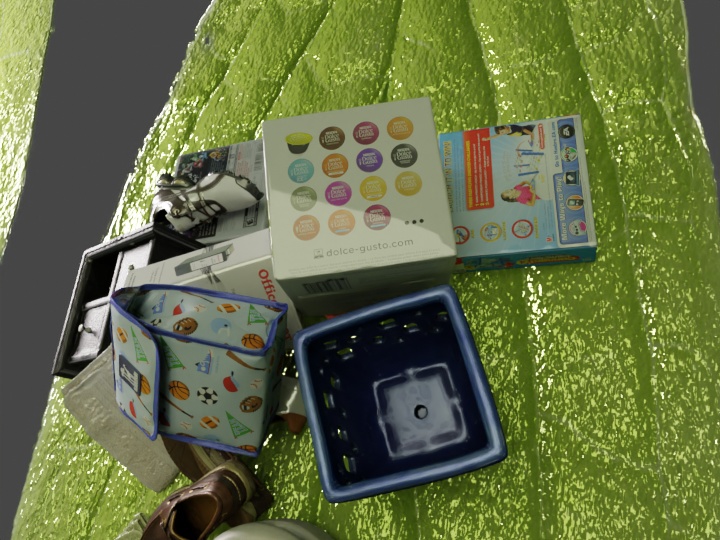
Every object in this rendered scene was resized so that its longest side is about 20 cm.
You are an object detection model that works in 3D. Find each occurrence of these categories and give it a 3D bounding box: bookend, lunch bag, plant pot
[{"bbox_3d":[-0.337,0.056,0.909,0.199,0.092,0.200,-13,62,39],"label":"bookend"},{"bbox_3d":[-0.199,0.114,0.741,0.200,0.170,0.124,13,29,4],"label":"lunch bag"},{"bbox_3d":[0.055,0.156,0.738,0.200,0.180,0.200,-18,65,9],"label":"plant pot"}]

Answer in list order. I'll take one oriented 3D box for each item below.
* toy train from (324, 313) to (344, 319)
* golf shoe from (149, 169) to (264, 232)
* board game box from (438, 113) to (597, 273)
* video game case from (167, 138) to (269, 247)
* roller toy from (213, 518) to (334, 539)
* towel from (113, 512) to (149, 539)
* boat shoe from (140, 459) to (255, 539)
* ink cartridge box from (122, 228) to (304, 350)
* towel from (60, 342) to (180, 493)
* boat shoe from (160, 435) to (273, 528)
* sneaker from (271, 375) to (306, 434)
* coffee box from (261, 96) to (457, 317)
[{"bbox_3d":[0.000,0.000,0.892,0.150,0.056,0.200,41,81,14],"label":"toy train"},{"bbox_3d":[-0.234,-0.095,0.939,0.200,0.078,0.095,1,62,32],"label":"golf shoe"},{"bbox_3d":[0.211,-0.104,0.860,0.196,0.056,0.200,-5,68,16],"label":"board game box"},{"bbox_3d":[-0.226,-0.122,1.008,0.182,0.023,0.200,-8,57,14],"label":"video game case"},{"bbox_3d":[-0.108,0.385,0.716,0.200,0.140,0.183,-26,67,6],"label":"roller toy"},{"bbox_3d":[-0.317,0.442,0.824,0.200,0.036,0.148,-46,64,-5],"label":"towel"},{"bbox_3d":[-0.215,0.304,0.764,0.200,0.068,0.072,-41,83,23],"label":"boat shoe"},{"bbox_3d":[-0.187,0.049,0.822,0.200,0.146,0.084,-17,31,-1],"label":"ink cartridge box"},{"bbox_3d":[-0.300,0.196,0.860,0.133,0.034,0.200,-43,100,-1],"label":"towel"},{"bbox_3d":[-0.192,0.244,0.829,0.200,0.072,0.072,46,132,12],"label":"boat shoe"},{"bbox_3d":[-0.165,0.177,0.859,0.200,0.073,0.085,8,70,19],"label":"sneaker"},{"bbox_3d":[0.001,-0.068,0.778,0.199,0.200,0.198,-7,73,3],"label":"coffee box"}]
